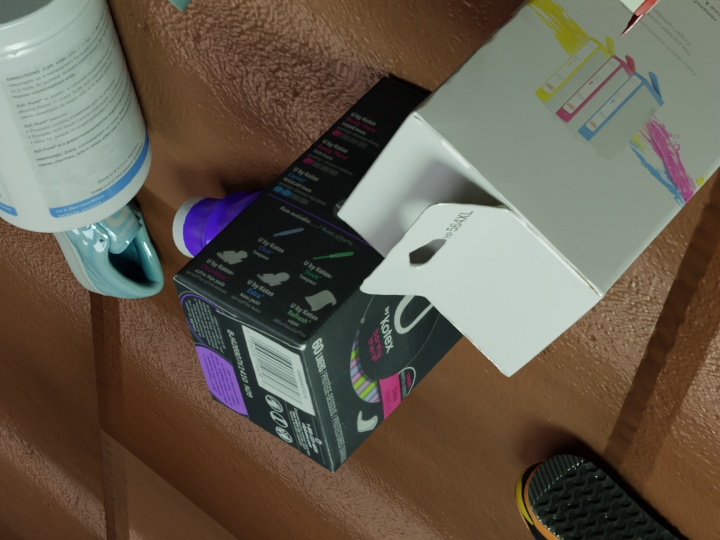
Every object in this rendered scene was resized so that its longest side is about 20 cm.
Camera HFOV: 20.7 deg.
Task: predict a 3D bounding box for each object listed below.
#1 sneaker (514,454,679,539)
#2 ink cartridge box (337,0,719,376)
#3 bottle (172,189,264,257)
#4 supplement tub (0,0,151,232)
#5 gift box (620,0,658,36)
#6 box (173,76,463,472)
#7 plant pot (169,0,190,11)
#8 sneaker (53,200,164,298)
[{"bbox_3d":[0.186,0.208,1.384,0.200,0.070,0.090,47,168,-3],"label":"sneaker"},{"bbox_3d":[0.094,-0.054,0.984,0.125,0.200,0.129,43,153,3],"label":"ink cartridge box"},{"bbox_3d":[-0.055,-0.016,1.393,0.199,0.065,0.084,15,142,45],"label":"bottle"},{"bbox_3d":[-0.231,-0.137,1.399,0.132,0.132,0.201,27,148,30],"label":"supplement tub"},{"bbox_3d":[0.123,-0.211,0.738,0.187,0.200,0.185,43,158,1],"label":"gift box"},{"bbox_3d":[0.000,0.000,1.190,0.106,0.200,0.123,27,148,30],"label":"box"},{"bbox_3d":[-0.131,-0.254,1.053,0.200,0.134,0.200,40,-177,-3],"label":"plant pot"},{"bbox_3d":[-0.211,-0.055,1.565,0.082,0.074,0.200,10,146,36],"label":"sneaker"}]
